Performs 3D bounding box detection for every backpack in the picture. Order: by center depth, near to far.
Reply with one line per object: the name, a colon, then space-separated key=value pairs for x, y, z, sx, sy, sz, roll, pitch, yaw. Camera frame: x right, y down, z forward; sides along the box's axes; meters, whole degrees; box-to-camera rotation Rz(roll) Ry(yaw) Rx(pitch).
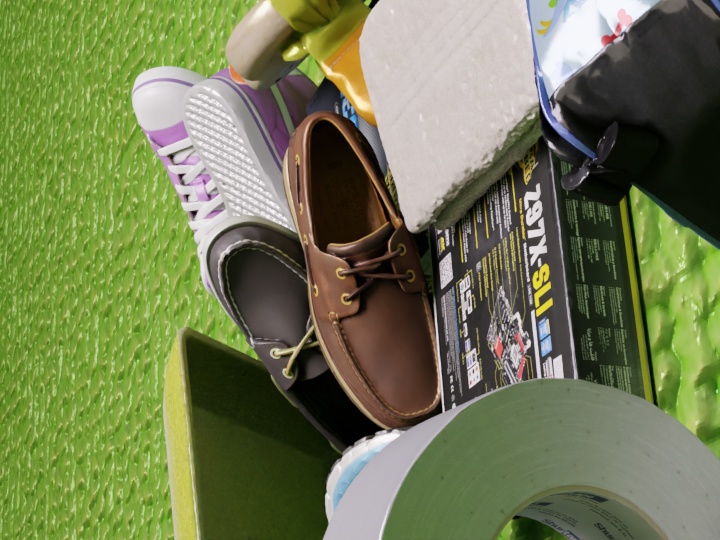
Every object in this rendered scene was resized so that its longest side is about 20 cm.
backpack: x=0.156 y=-0.113 z=0.729 sx=0.147 sy=0.183 sz=0.200 roll=-40 pitch=41 yaw=31

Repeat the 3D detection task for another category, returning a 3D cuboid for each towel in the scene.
towel: x=0.058 y=-0.114 z=1.031 sx=0.200 sy=0.034 sz=0.133 roll=-44 pitch=58 yaw=59

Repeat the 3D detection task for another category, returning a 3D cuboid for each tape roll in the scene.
tape roll: x=0.082 y=0.150 z=0.825 sx=0.066 sy=0.200 sz=0.201 roll=145 pitch=127 yaw=-60

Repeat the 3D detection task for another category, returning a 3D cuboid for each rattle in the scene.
rattle: x=-0.012 y=-0.127 z=1.236 sx=0.130 sy=0.143 sz=0.200 roll=-57 pitch=2 yaw=-28

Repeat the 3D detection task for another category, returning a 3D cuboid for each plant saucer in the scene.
plant saucer: x=-0.053 y=0.158 z=1.196 sx=0.048 sy=0.200 sz=0.200 roll=-29 pitch=53 yaw=29

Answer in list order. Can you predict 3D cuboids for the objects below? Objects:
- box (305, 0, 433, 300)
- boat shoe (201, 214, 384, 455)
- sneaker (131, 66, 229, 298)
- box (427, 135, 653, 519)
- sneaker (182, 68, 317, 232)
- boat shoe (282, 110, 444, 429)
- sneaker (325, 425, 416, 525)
box: x=0.021 y=-0.067 z=1.258 sx=0.159 sy=0.046 sz=0.200 roll=127 pitch=142 yaw=-53
boat shoe: x=-0.025 y=0.048 z=1.191 sx=0.072 sy=0.201 sz=0.061 roll=-35 pitch=31 yaw=8
sneaker: x=-0.105 y=-0.052 z=1.415 sx=0.073 sy=0.201 sz=0.114 roll=-20 pitch=38 yaw=25
box: x=0.093 y=0.019 z=1.046 sx=0.160 sy=0.049 sz=0.200 roll=135 pitch=136 yaw=-57
sneaker: x=-0.041 y=-0.059 z=1.387 sx=0.073 sy=0.114 sz=0.201 roll=-10 pitch=104 yaw=40
boat shoe: x=0.000 y=-0.001 z=1.126 sx=0.068 sy=0.072 sz=0.200 roll=90 pitch=162 yaw=-75
sneaker: x=0.022 y=0.163 z=1.047 sx=0.090 sy=0.078 sz=0.200 roll=58 pitch=141 yaw=38
